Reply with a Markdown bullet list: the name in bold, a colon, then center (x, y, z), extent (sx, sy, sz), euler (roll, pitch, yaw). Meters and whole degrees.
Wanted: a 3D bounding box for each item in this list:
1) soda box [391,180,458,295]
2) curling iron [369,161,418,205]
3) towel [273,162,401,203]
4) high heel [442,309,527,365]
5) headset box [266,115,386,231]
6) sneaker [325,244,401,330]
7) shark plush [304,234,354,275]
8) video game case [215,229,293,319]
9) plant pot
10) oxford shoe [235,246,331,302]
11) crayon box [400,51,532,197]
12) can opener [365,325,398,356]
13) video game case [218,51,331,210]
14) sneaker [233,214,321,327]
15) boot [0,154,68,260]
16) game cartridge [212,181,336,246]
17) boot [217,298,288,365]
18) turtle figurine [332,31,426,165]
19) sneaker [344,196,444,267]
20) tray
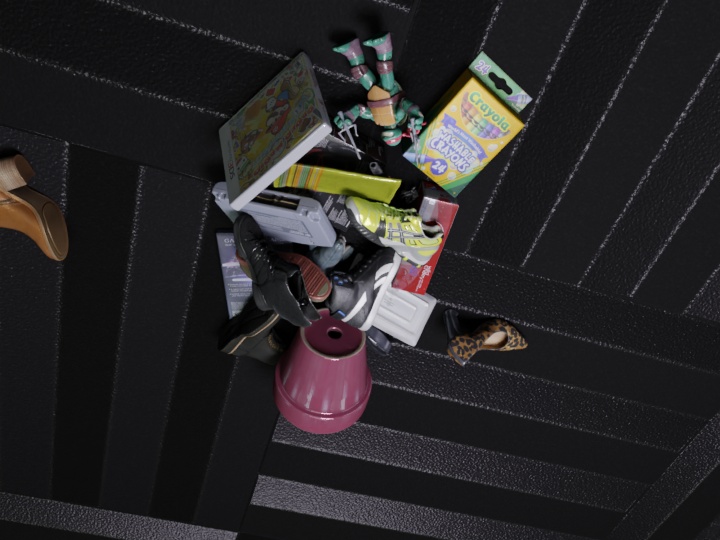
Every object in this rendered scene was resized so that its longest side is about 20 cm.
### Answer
- **soda box**: center (0.114, -0.057, 1.168), extent (0.068, 0.064, 0.203), euler (12, 124, -9)
- **curling iron**: center (0.051, -0.147, 1.060), extent (0.049, 0.026, 0.200), euler (-20, 163, 17)
- **towel**: center (-0.039, -0.139, 1.012), extent (0.195, 0.018, 0.086), euler (8, 167, -8)
- **high heel**: center (0.257, 0.159, 1.272), extent (0.196, 0.144, 0.072), euler (17, 124, -13)
- **headset box**: center (-0.076, -0.179, 1.072), extent (0.197, 0.076, 0.150), euler (23, 121, -17)
- **sneaker**: center (0.000, 0.000, 1.157), extent (0.110, 0.073, 0.204), euler (20, 92, -21)
- **shark plush**: center (-0.095, 0.002, 1.187), extent (0.199, 0.084, 0.091), euler (-41, 117, 20)
- **video game case**: center (-0.196, 0.010, 1.236), extent (0.139, 0.019, 0.204), euler (-1, 124, -1)
- **plant pot**: center (-0.066, 0.179, 1.234), extent (0.195, 0.202, 0.181), euler (7, 132, -6)
- **oxford shoe**: center (-0.136, 0.011, 1.159), extent (0.197, 0.071, 0.075), euler (27, 146, 23)
- **crayon box**: center (0.176, -0.236, 1.054), extent (0.125, 0.052, 0.200), euler (33, 118, -22)
- **can opener**: center (0.010, 0.076, 1.262), extent (0.063, 0.079, 0.201), euler (-29, 112, 27)
- **video game case**: center (-0.139, -0.216, 0.983), extent (0.198, 0.184, 0.023), euler (-35, 139, 22)
- **sneaker**: center (-0.139, -0.002, 1.070), extent (0.102, 0.060, 0.204), euler (-7, 103, 33)
- **boot**: center (-0.620, -0.092, 1.118), extent (0.152, 0.077, 0.203), euler (-16, 121, 8)
- **game cartridge**: center (-0.142, -0.093, 1.091), extent (0.196, 0.041, 0.134), euler (13, 158, 17)
- **boot**: center (-0.177, 0.123, 1.269), extent (0.137, 0.079, 0.199), euler (26, 143, -31)
- **turtle figurine**: center (0.029, -0.261, 1.002), extent (0.147, 0.101, 0.203), euler (-7, 118, 24)
- **sneaker**: center (0.056, -0.081, 1.066), extent (0.198, 0.076, 0.076), euler (25, 121, -35)
- **tray**: center (0.054, 0.060, 1.241), extent (0.198, 0.022, 0.109), euler (30, 84, -20)
